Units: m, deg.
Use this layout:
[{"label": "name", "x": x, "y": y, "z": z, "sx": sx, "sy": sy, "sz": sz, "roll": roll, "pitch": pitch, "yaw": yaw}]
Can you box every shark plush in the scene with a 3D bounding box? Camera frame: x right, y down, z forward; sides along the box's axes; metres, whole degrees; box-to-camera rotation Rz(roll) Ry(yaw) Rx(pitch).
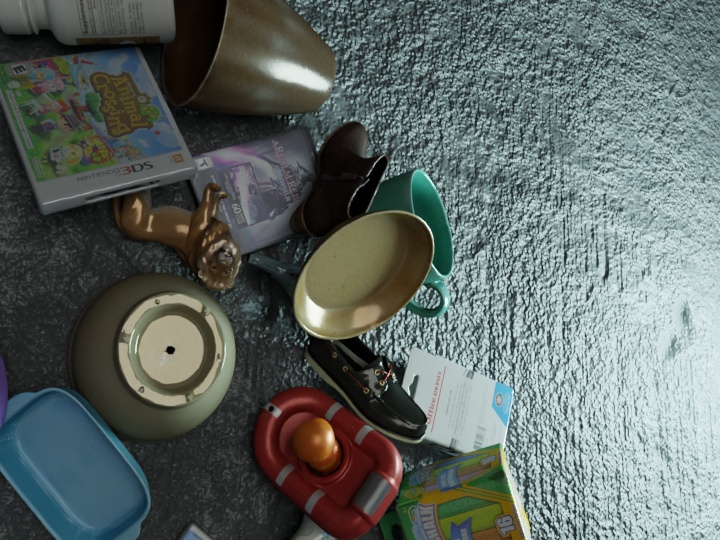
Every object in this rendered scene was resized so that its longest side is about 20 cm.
[{"label": "shark plush", "x": -0.058, "y": 0.009, "z": 0.901, "sx": 0.198, "sy": 0.083, "sz": 0.093, "roll": 36, "pitch": 66, "yaw": -19}]

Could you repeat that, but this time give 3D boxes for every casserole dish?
[{"label": "casserole dish", "x": -0.310, "y": 0.214, "z": 0.723, "sx": 0.120, "sy": 0.039, "sz": 0.202, "roll": -35, "pitch": 98, "yaw": 5}]

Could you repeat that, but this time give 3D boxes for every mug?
[{"label": "mug", "x": 0.054, "y": -0.036, "z": 0.935, "sx": 0.152, "sy": 0.111, "sz": 0.191, "roll": 38, "pitch": 43, "yaw": -52}]

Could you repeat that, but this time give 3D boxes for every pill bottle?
[{"label": "pill bottle", "x": -0.326, "y": -0.332, "z": 0.793, "sx": 0.193, "sy": 0.114, "sz": 0.118, "roll": -7, "pitch": 83, "yaw": -18}]

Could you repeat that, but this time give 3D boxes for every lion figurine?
[{"label": "lion figurine", "x": -0.236, "y": -0.057, "z": 0.827, "sx": 0.194, "sy": 0.072, "sz": 0.126, "roll": 17, "pitch": 83, "yaw": -2}]

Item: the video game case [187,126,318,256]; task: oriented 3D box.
[{"label": "video game case", "x": -0.133, "y": -0.108, "z": 0.921, "sx": 0.196, "sy": 0.019, "sz": 0.147, "roll": -22, "pitch": 91, "yaw": -30}]

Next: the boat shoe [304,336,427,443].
[{"label": "boat shoe", "x": 0.012, "y": 0.144, "z": 0.873, "sx": 0.200, "sy": 0.064, "sz": 0.073, "roll": 40, "pitch": 28, "yaw": 17}]

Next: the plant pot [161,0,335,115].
[{"label": "plant pot", "x": -0.135, "y": -0.285, "z": 0.877, "sx": 0.196, "sy": 0.184, "sz": 0.194, "roll": 9, "pitch": 75, "yaw": -40}]

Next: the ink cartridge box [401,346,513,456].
[{"label": "ink cartridge box", "x": 0.124, "y": 0.200, "z": 0.976, "sx": 0.196, "sy": 0.066, "sz": 0.119, "roll": 25, "pitch": 70, "yaw": -23}]

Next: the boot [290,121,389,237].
[{"label": "boot", "x": -0.007, "y": -0.132, "z": 0.887, "sx": 0.072, "sy": 0.164, "sz": 0.204, "roll": 39, "pitch": 66, "yaw": -26}]

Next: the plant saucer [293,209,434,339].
[{"label": "plant saucer", "x": 0.000, "y": 0.000, "z": 0.821, "sx": 0.195, "sy": 0.204, "sz": 0.036, "roll": -9, "pitch": 43, "yaw": -30}]

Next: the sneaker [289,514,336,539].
[{"label": "sneaker", "x": -0.037, "y": 0.302, "z": 0.870, "sx": 0.081, "sy": 0.077, "sz": 0.199, "roll": 43, "pitch": 65, "yaw": 12}]

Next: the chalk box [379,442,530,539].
[{"label": "chalk box", "x": 0.119, "y": 0.336, "z": 0.891, "sx": 0.195, "sy": 0.124, "sz": 0.128, "roll": -21, "pitch": 90, "yaw": 10}]

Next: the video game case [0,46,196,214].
[{"label": "video game case", "x": -0.314, "y": -0.174, "z": 0.781, "sx": 0.178, "sy": 0.022, "sz": 0.203, "roll": -19, "pitch": 68, "yaw": -30}]

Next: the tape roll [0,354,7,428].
[{"label": "tape roll", "x": -0.455, "y": 0.125, "z": 0.640, "sx": 0.193, "sy": 0.066, "sz": 0.208, "roll": 2, "pitch": 80, "yaw": -12}]

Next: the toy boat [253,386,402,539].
[{"label": "toy boat", "x": -0.049, "y": 0.218, "z": 0.802, "sx": 0.197, "sy": 0.132, "sz": 0.131, "roll": 30, "pitch": 67, "yaw": 29}]

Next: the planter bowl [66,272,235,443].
[{"label": "planter bowl", "x": -0.227, "y": 0.095, "z": 0.762, "sx": 0.195, "sy": 0.134, "sz": 0.208, "roll": 6, "pitch": 78, "yaw": -28}]

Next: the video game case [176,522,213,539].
[{"label": "video game case", "x": -0.185, "y": 0.440, "z": 0.782, "sx": 0.200, "sy": 0.022, "sz": 0.184, "roll": 45, "pitch": 63, "yaw": -14}]
